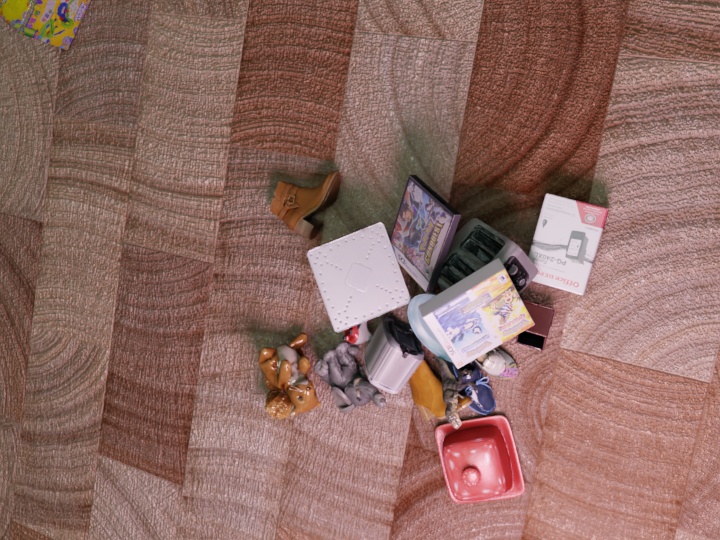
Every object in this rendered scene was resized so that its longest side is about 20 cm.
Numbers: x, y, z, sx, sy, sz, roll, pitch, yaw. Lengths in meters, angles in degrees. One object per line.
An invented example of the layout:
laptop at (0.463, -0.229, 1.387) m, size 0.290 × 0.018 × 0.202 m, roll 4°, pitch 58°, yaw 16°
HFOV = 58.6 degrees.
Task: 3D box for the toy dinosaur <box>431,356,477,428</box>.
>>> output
toy dinosaur at (0.223, 0.264, 1.487) m, size 0.086 × 0.048 × 0.202 m, roll -16°, pitch 42°, yaw 7°

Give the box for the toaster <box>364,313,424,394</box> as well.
toaster at (0.081, 0.210, 1.578) m, size 0.112 × 0.201 × 0.131 m, roll 25°, pitch 108°, yaw -15°

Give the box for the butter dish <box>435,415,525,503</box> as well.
butter dish at (0.275, 0.473, 1.538) m, size 0.195 × 0.147 × 0.205 m, roll -15°, pitch 88°, yaw 21°

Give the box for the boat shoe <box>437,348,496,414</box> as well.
boat shoe at (0.257, 0.262, 1.560) m, size 0.084 × 0.069 × 0.200 m, roll -37°, pitch 79°, yaw -27°

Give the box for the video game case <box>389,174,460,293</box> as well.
video game case at (0.138, -0.084, 1.459) m, size 0.181 × 0.025 × 0.203 m, roll 49°, pitch 134°, yaw 43°

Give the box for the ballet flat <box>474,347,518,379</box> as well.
ballet flat at (0.293, 0.198, 1.557) m, size 0.199 × 0.071 × 0.070 m, roll 40°, pitch 104°, yaw 14°

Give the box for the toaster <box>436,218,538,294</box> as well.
toaster at (0.273, -0.001, 1.464) m, size 0.181 × 0.119 × 0.200 m, roll -47°, pitch 43°, yaw 0°

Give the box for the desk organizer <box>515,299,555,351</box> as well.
desk organizer at (0.350, 0.114, 1.514) m, size 0.196 × 0.072 × 0.078 m, roll 16°, pitch 57°, yaw 19°

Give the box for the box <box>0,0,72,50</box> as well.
box at (-0.932, -0.795, 1.898) m, size 0.121 × 0.192 × 0.202 m, roll 37°, pitch 104°, yaw 14°

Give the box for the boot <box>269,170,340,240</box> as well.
boot at (-0.148, -0.202, 1.708) m, size 0.154 × 0.076 × 0.203 m, roll 34°, pitch 111°, yaw 20°

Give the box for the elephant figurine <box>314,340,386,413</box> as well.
elephant figurine at (-0.023, 0.294, 1.638) m, size 0.141 × 0.155 × 0.201 m, roll -41°, pitch 76°, yaw 10°

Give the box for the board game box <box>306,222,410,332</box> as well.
board game box at (-0.004, 0.016, 1.522) m, size 0.196 × 0.026 × 0.204 m, roll -21°, pitch 91°, yaw -6°

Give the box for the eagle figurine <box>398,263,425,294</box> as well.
eagle figurine at (0.148, -0.022, 1.573) m, size 0.149 × 0.152 × 0.203 m, roll 29°, pitch 98°, yaw -4°

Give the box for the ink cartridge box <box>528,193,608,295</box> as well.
ink cartridge box at (0.469, -0.059, 1.470) m, size 0.142 × 0.083 × 0.205 m, roll 16°, pitch 98°, yaw 19°

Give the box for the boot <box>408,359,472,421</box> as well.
boot at (0.180, 0.284, 1.564) m, size 0.201 × 0.070 × 0.147 m, roll -34°, pitch 77°, yaw 56°

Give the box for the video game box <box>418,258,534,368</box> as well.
video game box at (0.247, 0.096, 1.358) m, size 0.198 × 0.047 × 0.183 m, roll -31°, pitch 127°, yaw 10°

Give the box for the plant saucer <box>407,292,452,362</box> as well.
plant saucer at (0.198, 0.130, 1.496) m, size 0.198 × 0.027 × 0.203 m, roll 29°, pitch 142°, yaw 25°

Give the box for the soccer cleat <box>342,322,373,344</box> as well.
soccer cleat at (-0.017, 0.095, 1.674) m, size 0.068 × 0.084 × 0.204 m, roll -40°, pitch 54°, yaw 46°

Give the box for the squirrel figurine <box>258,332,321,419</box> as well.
squirrel figurine at (-0.180, 0.305, 1.688) m, size 0.188 × 0.139 × 0.202 m, roll 51°, pitch 134°, yaw 28°
